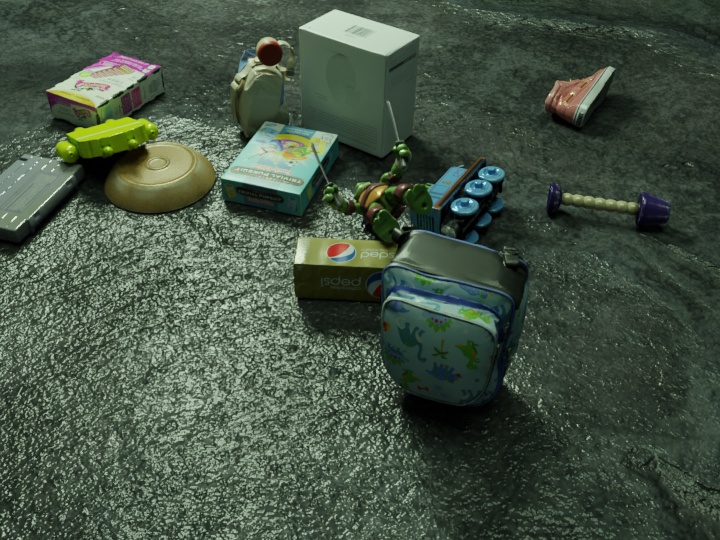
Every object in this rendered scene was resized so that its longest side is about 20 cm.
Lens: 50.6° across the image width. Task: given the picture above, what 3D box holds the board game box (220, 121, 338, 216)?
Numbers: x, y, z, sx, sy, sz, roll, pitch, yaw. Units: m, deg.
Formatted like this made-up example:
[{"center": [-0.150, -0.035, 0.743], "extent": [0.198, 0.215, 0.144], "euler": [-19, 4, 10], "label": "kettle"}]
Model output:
[{"center": [-0.139, -0.186, 1.357], "extent": [0.147, 0.048, 0.202], "euler": [12, 42, 12], "label": "board game box"}]

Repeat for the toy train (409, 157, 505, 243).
[{"center": [0.164, -0.116, 1.257], "extent": [0.112, 0.088, 0.200], "euler": [17, 43, 27], "label": "toy train"}]

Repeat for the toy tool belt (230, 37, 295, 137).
[{"center": [-0.189, -0.363, 1.445], "extent": [0.122, 0.203, 0.124], "euler": [-2, 41, -17], "label": "toy tool belt"}]

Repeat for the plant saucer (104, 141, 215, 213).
[{"center": [-0.357, -0.176, 1.349], "extent": [0.194, 0.036, 0.203], "euler": [0, 40, 0], "label": "plant saucer"}]

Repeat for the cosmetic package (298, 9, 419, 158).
[{"center": [-0.004, -0.352, 1.434], "extent": [0.196, 0.204, 0.123], "euler": [25, 43, 26], "label": "cosmetic package"}]

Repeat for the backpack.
[{"center": [0.106, 0.076, 0.942], "extent": [0.179, 0.203, 0.148], "euler": [14, 42, 18], "label": "backpack"}]

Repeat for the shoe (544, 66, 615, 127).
[{"center": [0.451, -0.372, 1.565], "extent": [0.090, 0.072, 0.200], "euler": [27, 51, 20], "label": "shoe"}]

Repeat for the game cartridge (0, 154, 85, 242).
[{"center": [-0.570, -0.124, 1.287], "extent": [0.127, 0.039, 0.202], "euler": [14, 42, 9], "label": "game cartridge"}]

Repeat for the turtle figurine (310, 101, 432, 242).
[{"center": [0.016, -0.138, 1.167], "extent": [0.141, 0.205, 0.194], "euler": [-7, 24, -22], "label": "turtle figurine"}]

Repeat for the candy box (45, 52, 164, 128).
[{"center": [-0.512, -0.363, 1.542], "extent": [0.134, 0.062, 0.201], "euler": [19, 44, 19], "label": "candy box"}]

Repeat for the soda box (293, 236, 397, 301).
[{"center": [0.000, 0.000, 1.129], "extent": [0.194, 0.069, 0.065], "euler": [3, 40, 2], "label": "soda box"}]

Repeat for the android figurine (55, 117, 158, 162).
[{"center": [-0.455, -0.238, 1.375], "extent": [0.179, 0.042, 0.199], "euler": [-23, 28, -27], "label": "android figurine"}]

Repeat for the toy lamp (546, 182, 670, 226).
[{"center": [0.414, -0.110, 1.274], "extent": [0.195, 0.059, 0.059], "euler": [8, 41, 8], "label": "toy lamp"}]
